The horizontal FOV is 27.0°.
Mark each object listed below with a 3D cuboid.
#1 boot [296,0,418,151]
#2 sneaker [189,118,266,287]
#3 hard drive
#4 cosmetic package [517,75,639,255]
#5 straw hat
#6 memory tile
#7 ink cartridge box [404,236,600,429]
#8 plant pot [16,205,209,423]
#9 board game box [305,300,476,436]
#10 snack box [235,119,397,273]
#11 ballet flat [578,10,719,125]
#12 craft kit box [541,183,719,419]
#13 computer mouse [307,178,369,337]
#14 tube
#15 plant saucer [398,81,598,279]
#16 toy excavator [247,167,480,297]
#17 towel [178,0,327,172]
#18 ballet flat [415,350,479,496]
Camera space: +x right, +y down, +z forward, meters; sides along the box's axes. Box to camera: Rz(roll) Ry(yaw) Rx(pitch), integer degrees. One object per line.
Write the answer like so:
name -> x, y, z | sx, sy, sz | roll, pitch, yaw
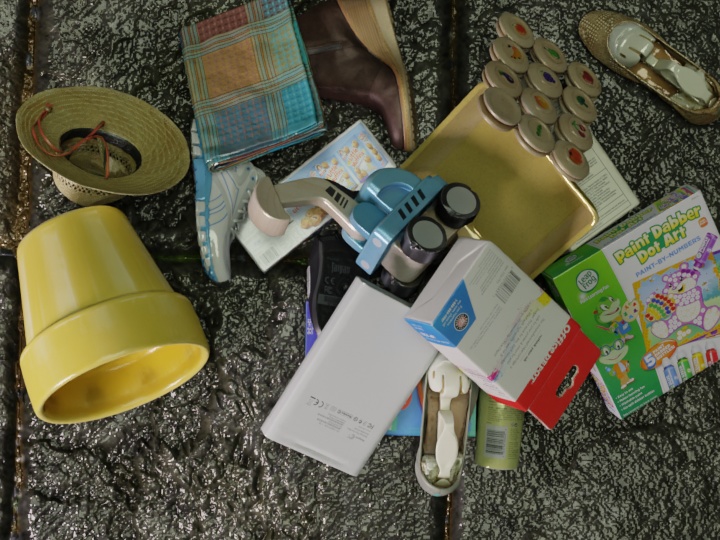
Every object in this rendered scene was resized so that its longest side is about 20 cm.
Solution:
boot -> -0.027, -0.214, 1.735 | 0.165, 0.072, 0.202 | -15, 78, 6
sneaker -> -0.147, -0.081, 1.701 | 0.086, 0.075, 0.202 | -3, 74, -6
hard drive -> -0.004, 0.119, 1.648 | 0.131, 0.026, 0.201 | 27, 100, -30
cosmetic package -> 0.221, -0.128, 1.736 | 0.105, 0.071, 0.201 | -33, 88, -4
straw hat -> -0.300, -0.120, 1.703 | 0.200, 0.202, 0.085 | 26, 127, -1
memory tile -> 0.200, -0.195, 1.653 | 0.153, 0.017, 0.201 | 33, 42, -15
ink cartridge box -> 0.159, 0.070, 1.641 | 0.200, 0.067, 0.117 | 42, 75, -24
plant pot -> -0.289, 0.041, 1.651 | 0.199, 0.201, 0.190 | -21, 73, -4
board game box -> 0.034, 0.113, 1.725 | 0.198, 0.045, 0.154 | 1, 86, -3
snack box -> -0.056, -0.086, 1.744 | 0.199, 0.024, 0.072 | -38, 87, -4
ballet flat -> 0.346, -0.245, 1.753 | 0.199, 0.065, 0.071 | 33, 85, 0
craft kit box -> 0.335, 0.036, 1.713 | 0.199, 0.049, 0.199 | -31, 106, -4
computer mouse -> 0.000, 0.000, 1.705 | 0.139, 0.046, 0.202 | 5, 69, -24
tube -> 0.165, 0.124, 1.712 | 0.052, 0.058, 0.202 | 9, 98, 34
plant saucer -> 0.157, -0.088, 1.694 | 0.200, 0.200, 0.048 | 51, 43, 6
toy excavator -> 0.001, -0.063, 1.658 | 0.200, 0.100, 0.194 | 41, 57, 8
towel -> -0.126, -0.217, 1.700 | 0.145, 0.022, 0.201 | -19, 63, 9
ballet flat -> 0.100, 0.151, 1.671 | 0.067, 0.064, 0.202 | 6, 86, -3
